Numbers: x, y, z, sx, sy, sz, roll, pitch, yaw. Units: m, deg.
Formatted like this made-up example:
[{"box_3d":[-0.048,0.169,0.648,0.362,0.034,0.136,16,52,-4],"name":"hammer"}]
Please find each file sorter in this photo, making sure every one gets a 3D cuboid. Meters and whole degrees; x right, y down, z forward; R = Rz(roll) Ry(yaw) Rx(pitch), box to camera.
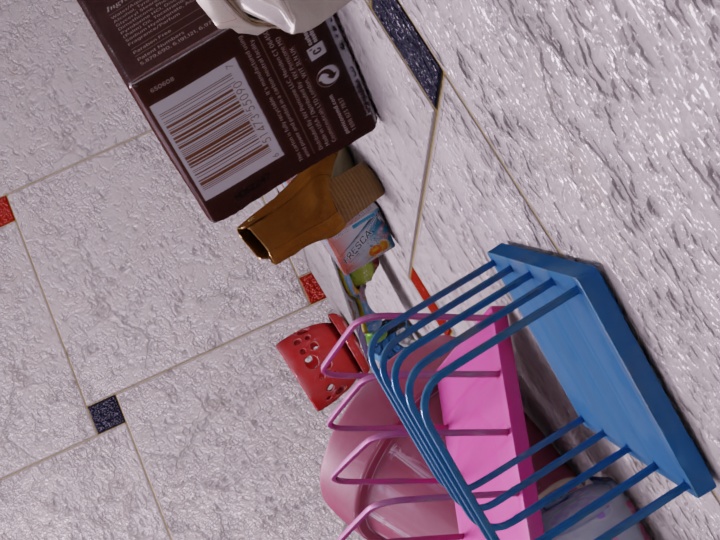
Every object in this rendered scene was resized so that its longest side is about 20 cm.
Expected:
[{"box_3d":[0.094,0.080,0.784,0.139,0.122,0.200,59,175,-8],"name":"file sorter"},{"box_3d":[0.047,0.146,1.010,0.139,0.125,0.201,122,145,-60],"name":"file sorter"}]

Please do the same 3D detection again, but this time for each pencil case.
[{"box_3d":[0.202,0.258,0.986,0.201,0.083,0.091,58,156,-3],"name":"pencil case"}]

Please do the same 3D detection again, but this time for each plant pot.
[{"box_3d":[-0.085,0.223,3.259,0.201,0.182,0.200,59,175,8],"name":"plant pot"},{"box_3d":[0.093,0.187,1.175,0.179,0.200,0.200,36,163,34],"name":"plant pot"}]

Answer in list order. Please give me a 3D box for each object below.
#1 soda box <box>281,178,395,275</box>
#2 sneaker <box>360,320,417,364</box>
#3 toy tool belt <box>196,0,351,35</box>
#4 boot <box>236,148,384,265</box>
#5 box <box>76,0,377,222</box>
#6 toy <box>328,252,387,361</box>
[{"box_3d":[-0.037,-0.083,1.477,0.200,0.068,0.064,53,173,46],"name":"soda box"},{"box_3d":[0.062,0.127,1.769,0.087,0.075,0.200,55,178,-24],"name":"sneaker"},{"box_3d":[-0.068,-0.214,0.646,0.201,0.125,0.123,61,167,-17],"name":"toy tool belt"},{"box_3d":[-0.066,-0.077,1.356,0.071,0.144,0.201,62,175,-24],"name":"boot"},{"box_3d":[-0.117,-0.185,1.080,0.200,0.164,0.166,55,175,43],"name":"box"},{"box_3d":[0.000,0.000,1.660,0.115,0.047,0.201,-80,-22,-65],"name":"toy"}]
